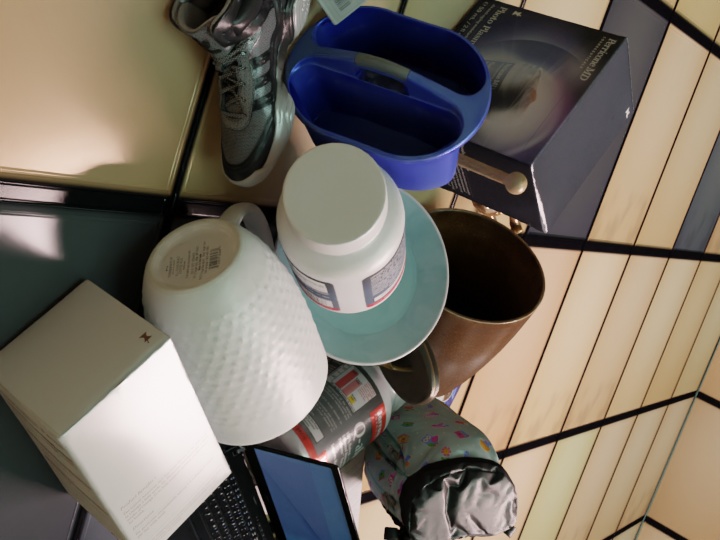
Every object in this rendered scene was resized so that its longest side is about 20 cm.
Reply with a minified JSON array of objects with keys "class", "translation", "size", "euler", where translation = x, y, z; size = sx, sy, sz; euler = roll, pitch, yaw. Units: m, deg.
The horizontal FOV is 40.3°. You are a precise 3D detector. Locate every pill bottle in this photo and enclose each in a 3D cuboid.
[{"class":"pill bottle","translation":[-0.016,-0.039,0.910],"size":[0.120,0.119,0.200],"euler":[-56,170,-11]},{"class":"pill bottle","translation":[-0.036,0.162,1.122],"size":[0.199,0.115,0.117],"euler":[-33,137,-39]}]

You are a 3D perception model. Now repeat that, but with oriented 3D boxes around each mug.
[{"class":"mug","translation":[-0.116,0.028,0.909],"size":[0.177,0.145,0.202],"euler":[71,24,-43]}]

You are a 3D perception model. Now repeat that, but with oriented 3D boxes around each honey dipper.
[{"class":"honey dipper","translation":[0.089,-0.124,1.022],"size":[0.038,0.198,0.039],"euler":[-33,137,-39]}]

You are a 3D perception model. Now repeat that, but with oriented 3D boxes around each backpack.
[{"class":"backpack","translation":[0.084,0.238,1.184],"size":[0.164,0.200,0.129],"euler":[4,104,-24]}]

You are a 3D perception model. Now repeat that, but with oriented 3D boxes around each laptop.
[{"class":"laptop","translation":[-0.113,0.281,1.037],"size":[0.198,0.103,0.179],"euler":[-26,128,-17]}]

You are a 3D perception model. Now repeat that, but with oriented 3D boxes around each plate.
[{"class":"plate","translation":[0.000,0.000,1.042],"size":[0.201,0.200,0.026],"euler":[-50,-172,-21]}]

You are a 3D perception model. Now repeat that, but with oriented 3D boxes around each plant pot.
[{"class":"plant pot","translation":[0.109,0.060,1.228],"size":[0.186,0.186,0.202],"euler":[-32,153,-40]}]

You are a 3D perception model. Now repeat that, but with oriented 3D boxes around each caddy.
[{"class":"caddy","translation":[0.026,-0.165,0.916],"size":[0.143,0.197,0.105],"euler":[-63,163,-17]}]

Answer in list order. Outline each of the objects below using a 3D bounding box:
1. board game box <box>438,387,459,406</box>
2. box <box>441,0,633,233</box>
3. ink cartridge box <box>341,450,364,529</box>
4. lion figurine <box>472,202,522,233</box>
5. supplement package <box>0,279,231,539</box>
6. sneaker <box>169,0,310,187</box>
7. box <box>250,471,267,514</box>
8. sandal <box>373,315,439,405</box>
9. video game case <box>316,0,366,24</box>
[{"class":"board game box","translation":[0.127,0.123,1.389],"size":[0.202,0.034,0.135],"euler":[-62,157,-4]},{"class":"box","translation":[0.172,-0.182,1.106],"size":[0.201,0.197,0.124],"euler":[-51,146,-19]},{"class":"ink cartridge box","translation":[-0.037,0.292,1.212],"size":[0.094,0.037,0.203],"euler":[-33,141,-43]},{"class":"lion figurine","translation":[0.205,-0.129,1.325],"size":[0.201,0.071,0.124],"euler":[-54,137,-42]},{"class":"supplement package","translation":[-0.211,0.132,0.846],"size":[0.117,0.116,0.202],"euler":[-42,143,-26]},{"class":"sneaker","translation":[-0.110,-0.173,0.824],"size":[0.113,0.075,0.204],"euler":[-3,109,-53]},{"class":"box","translation":[-0.101,0.264,1.172],"size":[0.199,0.038,0.042],"euler":[16,100,-58]},{"class":"sandal","translation":[0.017,0.060,1.081],"size":[0.054,0.202,0.081],"euler":[-22,174,-41]},{"class":"video game case","translation":[0.020,-0.325,0.851],"size":[0.199,0.018,0.143],"euler":[-36,137,8]}]
